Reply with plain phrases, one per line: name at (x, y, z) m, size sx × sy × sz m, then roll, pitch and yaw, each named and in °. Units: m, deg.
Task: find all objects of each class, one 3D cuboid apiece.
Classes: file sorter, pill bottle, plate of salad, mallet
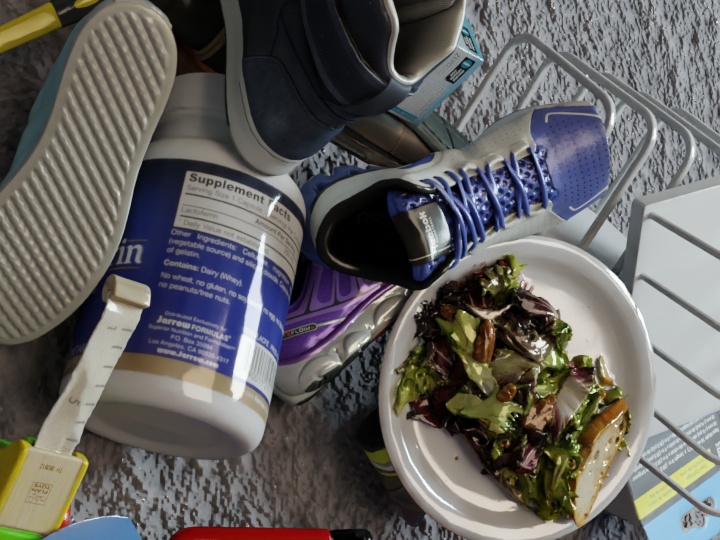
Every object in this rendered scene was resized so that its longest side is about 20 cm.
file sorter at (0.178, -0.071, 0.987) m, size 0.199 × 0.139 × 0.125 m, roll 16°, pitch 113°, yaw -40°
pill bottle at (-0.093, -0.004, 0.766) m, size 0.115 × 0.115 × 0.202 m, roll 28°, pitch 61°, yaw -36°
file sorter at (0.267, 0.051, 0.933) m, size 0.138 × 0.124 × 0.202 m, roll -15°, pitch 123°, yaw -27°
plate of salad at (0.107, 0.078, 0.857) m, size 0.198 × 0.048 × 0.202 m, roll -1°, pitch 93°, yaw -18°
mallet at (-0.177, -0.145, 0.728) m, size 0.199 × 0.041 × 0.066 m, roll -37°, pitch 106°, yaw -18°

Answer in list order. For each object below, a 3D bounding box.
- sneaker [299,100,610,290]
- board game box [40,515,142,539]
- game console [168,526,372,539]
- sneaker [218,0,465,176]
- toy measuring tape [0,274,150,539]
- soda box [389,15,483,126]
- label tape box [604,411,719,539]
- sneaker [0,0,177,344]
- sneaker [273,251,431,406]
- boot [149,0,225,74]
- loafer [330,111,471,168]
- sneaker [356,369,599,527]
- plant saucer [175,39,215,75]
sneaker at (0.057, -0.033, 0.786) m, size 0.115 × 0.197 × 0.081 m, roll -107°, pitch -179°, yaw -75°
board game box at (-0.153, 0.227, 0.691) m, size 0.158 × 0.039 × 0.201 m, roll -48°, pitch 128°, yaw -38°
game console at (-0.049, 0.253, 0.776) m, size 0.117 × 0.172 × 0.202 m, roll 0°, pitch 77°, yaw -1°
sneaker at (-0.016, -0.171, 0.719) m, size 0.076 × 0.146 × 0.204 m, roll 3°, pitch 70°, yaw -43°
toy measuring tape at (-0.168, 0.087, 0.678) m, size 0.073 × 0.073 × 0.201 m, roll 22°, pitch 95°, yaw -38°
soda box at (0.010, -0.191, 0.850) m, size 0.068 × 0.064 × 0.201 m, roll 21°, pitch 41°, yaw -38°
label tape box at (0.224, 0.123, 1.074) m, size 0.144 × 0.063 × 0.202 m, roll -20°, pitch 94°, yaw -43°
sneaker at (-0.153, -0.055, 0.724) m, size 0.074 × 0.082 × 0.201 m, roll 29°, pitch 102°, yaw -16°
sneaker at (0.000, 0.000, 0.876) m, size 0.084 × 0.081 × 0.200 m, roll 49°, pitch 54°, yaw 3°
boot at (-0.094, -0.238, 0.813) m, size 0.138 × 0.077 × 0.202 m, roll 33°, pitch 58°, yaw -28°
loafer at (0.011, -0.088, 0.867) m, size 0.199 × 0.063 × 0.072 m, roll 37°, pitch 19°, yaw -18°
sneaker at (0.093, 0.107, 0.927) m, size 0.198 × 0.074 × 0.082 m, roll -20°, pitch 118°, yaw -16°
plant saucer at (-0.079, -0.201, 0.887) m, size 0.199 × 0.032 × 0.202 m, roll 12°, pitch 73°, yaw -42°
